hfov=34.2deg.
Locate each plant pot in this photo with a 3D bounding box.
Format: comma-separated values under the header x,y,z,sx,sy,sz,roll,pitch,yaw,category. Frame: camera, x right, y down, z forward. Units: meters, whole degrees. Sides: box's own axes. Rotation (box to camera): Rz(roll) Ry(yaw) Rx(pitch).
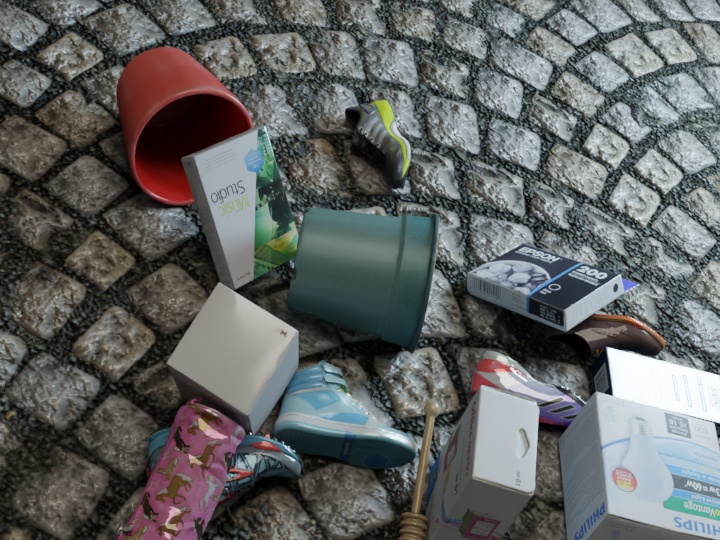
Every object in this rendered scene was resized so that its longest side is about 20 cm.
x,y,z,sx,sy,sz,roll,pitch,yaw,category
0.000,0.000,1.681,0.193,0.202,0.202,12,46,-3,plant pot
-0.280,-0.231,1.769,0.197,0.203,0.178,-6,42,-28,plant pot

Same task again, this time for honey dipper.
x,y,z,sx,sy,sz,roll,pitch,yaw,category
0.080,0.268,1.529,0.037,0.038,0.203,16,64,-9,honey dipper

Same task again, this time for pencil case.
x,y,z,sx,sy,sz,roll,pitch,yaw,category
-0.210,0.254,1.373,0.082,0.087,0.202,15,71,31,pencil case

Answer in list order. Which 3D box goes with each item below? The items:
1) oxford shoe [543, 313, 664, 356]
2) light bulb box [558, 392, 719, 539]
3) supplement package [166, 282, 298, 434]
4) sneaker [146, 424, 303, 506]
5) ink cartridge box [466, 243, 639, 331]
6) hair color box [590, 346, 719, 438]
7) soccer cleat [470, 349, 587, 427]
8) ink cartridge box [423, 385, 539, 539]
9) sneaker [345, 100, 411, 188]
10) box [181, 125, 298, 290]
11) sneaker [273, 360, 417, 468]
x,y,z,sx,sy,sz,roll,pitch,yaw,category
0.379,0.108,1.836,0.197,0.071,0.074,16,62,0,oxford shoe
0.391,0.303,1.614,0.195,0.126,0.202,14,45,-11,light bulb box
-0.156,0.118,1.468,0.119,0.200,0.122,31,74,6,supplement package
-0.170,0.257,1.463,0.196,0.080,0.097,7,62,-10,sneaker
0.303,0.013,1.835,0.198,0.044,0.197,-25,33,-38,ink cartridge box
0.456,0.193,1.787,0.197,0.061,0.101,14,46,-11,hair color box
0.252,0.194,1.704,0.198,0.068,0.074,30,63,4,soccer cleat
0.150,0.266,1.489,0.083,0.201,0.146,18,45,-7,ink cartridge box
0.028,-0.209,1.964,0.080,0.075,0.201,-5,45,-19,sneaker
-0.169,-0.092,1.701,0.036,0.203,0.143,2,24,46,box
-0.015,0.186,1.576,0.197,0.080,0.132,15,47,-12,sneaker
